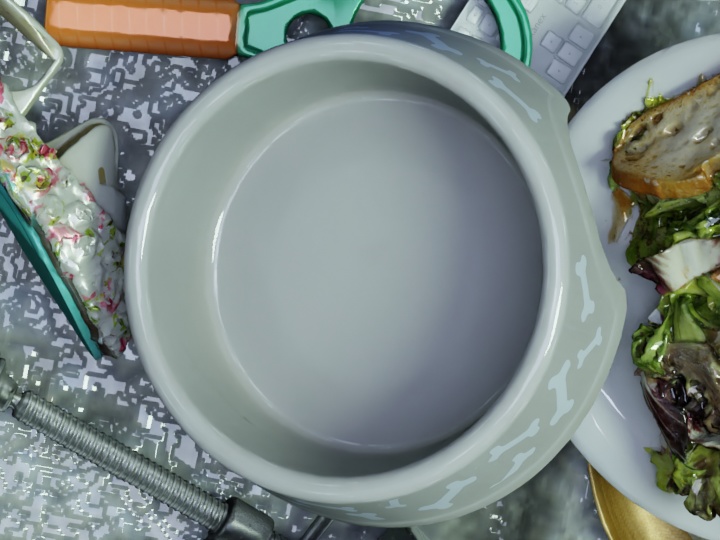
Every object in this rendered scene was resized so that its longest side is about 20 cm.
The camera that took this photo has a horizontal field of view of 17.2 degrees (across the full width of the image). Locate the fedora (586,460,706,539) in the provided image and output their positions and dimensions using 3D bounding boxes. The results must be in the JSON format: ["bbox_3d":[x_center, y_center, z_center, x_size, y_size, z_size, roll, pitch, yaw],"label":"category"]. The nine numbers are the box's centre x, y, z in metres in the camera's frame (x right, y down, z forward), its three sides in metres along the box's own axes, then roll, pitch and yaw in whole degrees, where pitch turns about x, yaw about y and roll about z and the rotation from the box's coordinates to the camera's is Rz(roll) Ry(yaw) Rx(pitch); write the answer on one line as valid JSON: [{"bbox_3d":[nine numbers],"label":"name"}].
[{"bbox_3d":[0.188,0.071,0.975,0.200,0.082,0.201,0,94,-3],"label":"fedora"}]

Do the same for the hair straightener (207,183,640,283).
[{"bbox_3d":[0.033,-0.002,0.969,0.200,0.041,0.077,2,91,0],"label":"hair straightener"}]

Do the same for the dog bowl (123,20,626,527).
[{"bbox_3d":[0.000,0.000,0.910,0.200,0.059,0.200,-1,88,19],"label":"dog bowl"}]

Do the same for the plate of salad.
[{"bbox_3d":[0.147,0.010,0.897,0.200,0.048,0.200,5,100,27],"label":"plate of salad"}]

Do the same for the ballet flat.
[{"bbox_3d":[-0.137,-0.059,0.954,0.064,0.076,0.200,-36,97,-8],"label":"ballet flat"}]

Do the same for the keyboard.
[{"bbox_3d":[0.045,-0.061,0.995,0.056,0.011,0.200,33,91,-5],"label":"keyboard"}]

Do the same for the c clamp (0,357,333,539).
[{"bbox_3d":[-0.112,0.096,0.977,0.200,0.027,0.171,26,102,-17],"label":"c clamp"}]

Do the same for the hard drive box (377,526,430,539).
[{"bbox_3d":[0.065,0.204,0.941,0.077,0.156,0.200,-44,94,0],"label":"hard drive box"}]

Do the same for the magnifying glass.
[{"bbox_3d":[-0.029,-0.097,0.978,0.200,0.022,0.080,5,92,-2],"label":"magnifying glass"}]
